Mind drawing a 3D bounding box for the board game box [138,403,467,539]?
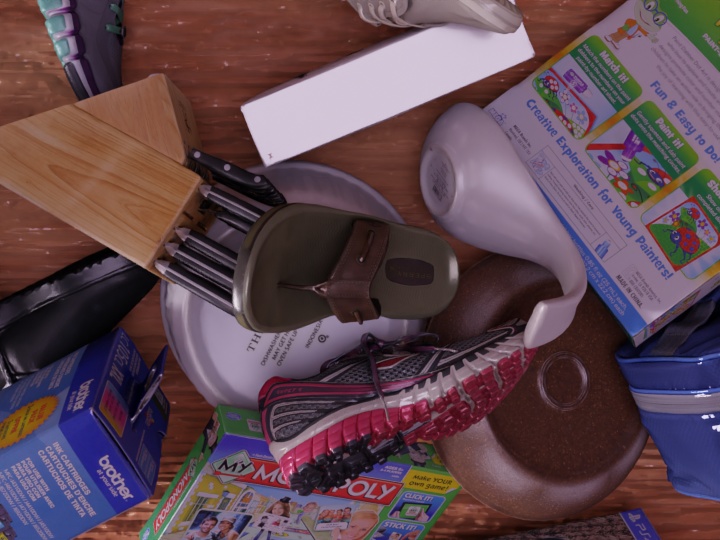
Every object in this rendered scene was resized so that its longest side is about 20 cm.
[{"bbox_3d":[-0.039,0.166,0.994,0.199,0.029,0.135,14,125,-29],"label":"board game box"}]

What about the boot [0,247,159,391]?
[{"bbox_3d":[-0.199,0.082,1.011,0.197,0.073,0.163,-25,98,8],"label":"boot"}]

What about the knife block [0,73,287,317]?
[{"bbox_3d":[-0.144,-0.028,0.919,0.199,0.064,0.177,-16,76,7],"label":"knife block"}]

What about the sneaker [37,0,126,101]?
[{"bbox_3d":[-0.182,-0.202,0.966,0.087,0.074,0.201,-20,99,-5],"label":"sneaker"}]

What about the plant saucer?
[{"bbox_3d":[0.139,0.080,1.011,0.199,0.037,0.202,2,84,-23],"label":"plant saucer"}]

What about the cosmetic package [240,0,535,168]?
[{"bbox_3d":[0.016,-0.134,0.983,0.199,0.083,0.051,-22,101,0],"label":"cosmetic package"}]

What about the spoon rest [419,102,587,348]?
[{"bbox_3d":[0.097,-0.033,0.962,0.060,0.200,0.100,-6,137,-26],"label":"spoon rest"}]

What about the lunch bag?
[{"bbox_3d":[0.291,0.058,0.989,0.199,0.136,0.133,-31,103,-26],"label":"lunch bag"}]

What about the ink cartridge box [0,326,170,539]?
[{"bbox_3d":[-0.203,0.119,0.917,0.199,0.137,0.077,-26,109,7],"label":"ink cartridge box"}]

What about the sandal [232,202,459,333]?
[{"bbox_3d":[0.001,-0.001,0.887,0.200,0.057,0.080,-3,100,-43],"label":"sandal"}]

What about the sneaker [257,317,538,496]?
[{"bbox_3d":[0.029,0.072,0.923,0.199,0.081,0.075,-20,62,-19],"label":"sneaker"}]

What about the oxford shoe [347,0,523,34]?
[{"bbox_3d":[0.029,-0.186,0.936,0.075,0.200,0.058,19,100,-50],"label":"oxford shoe"}]

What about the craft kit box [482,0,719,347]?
[{"bbox_3d":[0.209,-0.085,0.979,0.197,0.049,0.200,-37,71,6],"label":"craft kit box"}]

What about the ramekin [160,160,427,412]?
[{"bbox_3d":[-0.046,0.026,0.999,0.201,0.094,0.204,-1,100,-4],"label":"ramekin"}]

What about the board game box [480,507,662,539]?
[{"bbox_3d":[0.136,0.271,1.000,0.199,0.160,0.097,-10,116,-8],"label":"board game box"}]
